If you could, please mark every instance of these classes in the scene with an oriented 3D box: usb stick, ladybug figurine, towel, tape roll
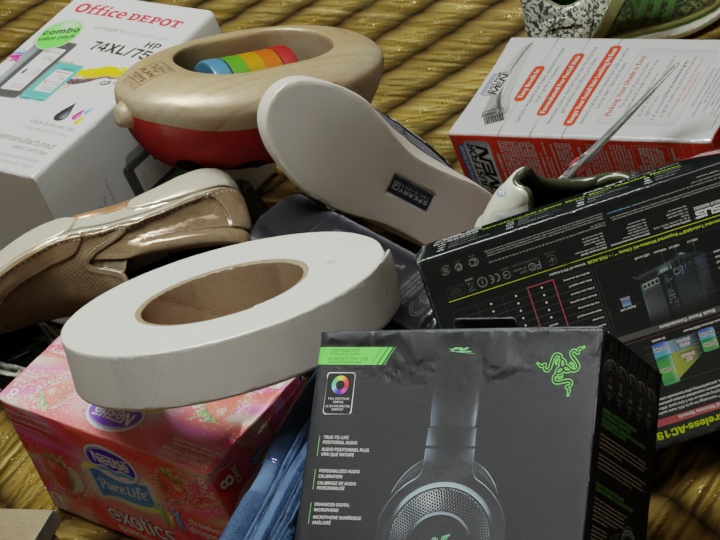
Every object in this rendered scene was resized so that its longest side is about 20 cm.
[{"bbox_3d":[0.000,0.000,1.552,0.055,0.033,0.200,-41,38,-18],"label":"usb stick"},{"bbox_3d":[-0.076,-0.116,1.683,0.199,0.072,0.136,-13,25,-24],"label":"ladybug figurine"},{"bbox_3d":[-0.026,0.149,1.409,0.048,0.112,0.200,3,42,25],"label":"towel"},{"bbox_3d":[-0.077,0.028,1.457,0.201,0.037,0.203,-13,15,4],"label":"tape roll"}]

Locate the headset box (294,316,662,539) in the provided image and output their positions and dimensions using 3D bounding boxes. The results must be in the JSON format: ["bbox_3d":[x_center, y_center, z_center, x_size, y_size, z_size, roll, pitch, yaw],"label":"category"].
[{"bbox_3d":[0.063,0.125,1.332,0.173,0.093,0.201,-1,72,28],"label":"headset box"}]

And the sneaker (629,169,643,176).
[{"bbox_3d":[0.121,0.008,1.563,0.200,0.072,0.072,-35,58,-21],"label":"sneaker"}]

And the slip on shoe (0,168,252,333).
[{"bbox_3d":[-0.165,0.000,1.636,0.199,0.076,0.061,-22,57,-5],"label":"slip on shoe"}]

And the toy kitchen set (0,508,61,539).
[{"bbox_3d":[-0.258,0.116,1.540,0.199,0.164,0.181,-1,40,28],"label":"toy kitchen set"}]

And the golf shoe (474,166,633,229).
[{"bbox_3d":[0.169,-0.013,1.486,0.199,0.097,0.079,7,51,-6],"label":"golf shoe"}]

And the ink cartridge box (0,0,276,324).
[{"bbox_3d":[-0.191,-0.081,1.778,0.146,0.147,0.200,12,47,40],"label":"ink cartridge box"}]

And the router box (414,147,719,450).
[{"bbox_3d":[0.148,0.030,1.429,0.199,0.151,0.062,-18,8,7],"label":"router box"}]

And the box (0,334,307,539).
[{"bbox_3d":[-0.116,0.106,1.527,0.199,0.103,0.095,16,49,41],"label":"box"}]

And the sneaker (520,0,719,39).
[{"bbox_3d":[0.198,-0.209,1.780,0.199,0.089,0.077,-30,35,-11],"label":"sneaker"}]

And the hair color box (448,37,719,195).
[{"bbox_3d":[0.174,-0.102,1.675,0.199,0.064,0.111,5,45,33],"label":"hair color box"}]

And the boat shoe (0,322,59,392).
[{"bbox_3d":[-0.250,0.046,1.716,0.071,0.064,0.200,-38,37,-21],"label":"boat shoe"}]

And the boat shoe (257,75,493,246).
[{"bbox_3d":[-0.003,-0.073,1.640,0.075,0.200,0.093,-56,32,0],"label":"boat shoe"}]

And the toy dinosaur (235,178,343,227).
[{"bbox_3d":[-0.045,0.013,1.654,0.102,0.077,0.201,-28,39,13],"label":"toy dinosaur"}]

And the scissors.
[{"bbox_3d":[0.130,-0.057,1.574,0.200,0.014,0.073,-49,-17,26],"label":"scissors"}]
